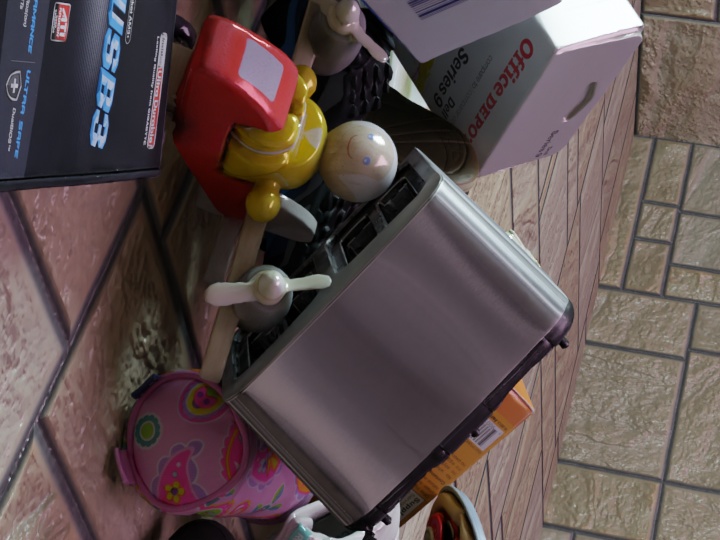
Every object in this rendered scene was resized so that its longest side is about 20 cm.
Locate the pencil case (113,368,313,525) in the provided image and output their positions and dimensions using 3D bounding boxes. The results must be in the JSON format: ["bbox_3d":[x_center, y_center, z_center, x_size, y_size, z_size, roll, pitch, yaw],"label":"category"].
[{"bbox_3d":[-0.083,0.113,1.005,0.200,0.086,0.089,36,64,-74],"label":"pencil case"}]

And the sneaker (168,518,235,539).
[{"bbox_3d":[-0.118,0.208,0.936,0.201,0.074,0.080,-63,156,-51],"label":"sneaker"}]

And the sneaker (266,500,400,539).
[{"bbox_3d":[-0.052,0.197,1.051,0.200,0.075,0.089,-39,158,-28],"label":"sneaker"}]

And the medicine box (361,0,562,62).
[{"bbox_3d":[0.025,-0.256,0.940,0.182,0.102,0.202,34,39,-62],"label":"medicine box"}]

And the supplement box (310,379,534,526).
[{"bbox_3d":[0.041,0.141,1.289,0.069,0.200,0.067,44,14,-25],"label":"supplement box"}]

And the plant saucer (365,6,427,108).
[{"bbox_3d":[0.015,-0.166,1.278,0.200,0.050,0.203,10,90,-75],"label":"plant saucer"}]

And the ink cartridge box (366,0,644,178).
[{"bbox_3d":[0.086,-0.188,1.104,0.087,0.201,0.146,-20,158,-30],"label":"ink cartridge box"}]

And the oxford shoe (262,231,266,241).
[{"bbox_3d":[0.000,0.000,1.131,0.071,0.199,0.073,-5,-127,62],"label":"oxford shoe"}]

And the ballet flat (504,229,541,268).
[{"bbox_3d":[0.078,-0.017,1.187,0.063,0.199,0.069,-48,-169,49],"label":"ballet flat"}]

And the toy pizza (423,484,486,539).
[{"bbox_3d":[0.069,0.265,1.223,0.200,0.031,0.203,175,-90,-80],"label":"toy pizza"}]

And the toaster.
[{"bbox_3d":[0.017,0.040,0.930,0.181,0.119,0.200,-46,-168,5],"label":"toaster"}]

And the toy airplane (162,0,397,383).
[{"bbox_3d":[-0.046,-0.060,0.913,0.199,0.139,0.202,-52,148,-64],"label":"toy airplane"}]

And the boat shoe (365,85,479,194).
[{"bbox_3d":[0.016,-0.082,1.117,0.071,0.201,0.067,-5,120,-30],"label":"boat shoe"}]

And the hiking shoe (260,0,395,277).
[{"bbox_3d":[-0.039,-0.079,1.044,0.074,0.086,0.202,-14,123,-61],"label":"hiking shoe"}]

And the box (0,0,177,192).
[{"bbox_3d":[-0.132,-0.139,0.713,0.198,0.049,0.203,-15,114,-74],"label":"box"}]

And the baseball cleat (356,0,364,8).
[{"bbox_3d":[-0.034,-0.197,1.065,0.106,0.069,0.203,18,76,-63],"label":"baseball cleat"}]
